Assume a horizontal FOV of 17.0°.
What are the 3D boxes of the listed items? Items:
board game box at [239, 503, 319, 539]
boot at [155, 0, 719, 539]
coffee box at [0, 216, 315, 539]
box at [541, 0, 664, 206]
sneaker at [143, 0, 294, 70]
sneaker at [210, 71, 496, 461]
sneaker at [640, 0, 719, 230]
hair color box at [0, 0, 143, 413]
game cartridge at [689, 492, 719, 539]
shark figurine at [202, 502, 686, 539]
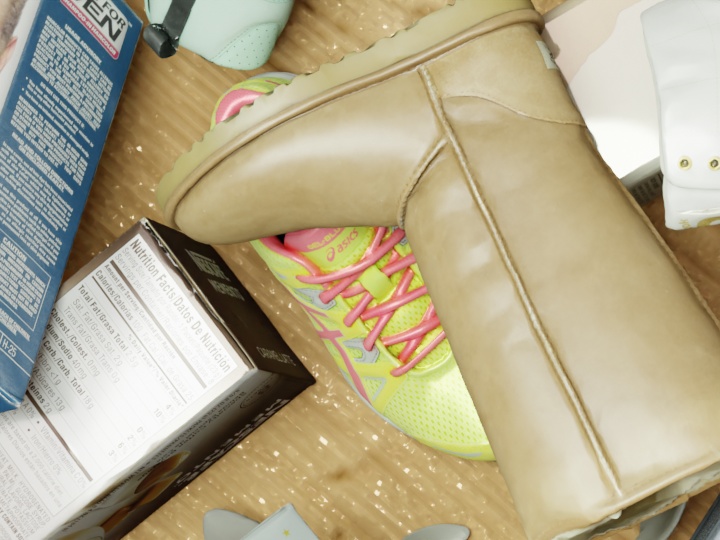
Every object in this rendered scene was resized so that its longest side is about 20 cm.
[{"bbox_3d":[-0.007,0.211,0.948,0.064,0.148,0.200,-35,79,-34],"label":"board game box"},{"bbox_3d":[0.033,0.014,0.894,0.174,0.066,0.201,-29,74,13],"label":"boot"},{"bbox_3d":[-0.128,0.075,0.999,0.200,0.114,0.080,-39,80,5],"label":"coffee box"},{"bbox_3d":[0.124,-0.080,0.974,0.199,0.095,0.078,-30,81,6],"label":"box"},{"bbox_3d":[-0.091,-0.169,1.029,0.201,0.073,0.119,49,132,34],"label":"sneaker"},{"bbox_3d":[0.000,0.000,0.992,0.078,0.090,0.200,-43,81,4],"label":"sneaker"},{"bbox_3d":[0.173,-0.023,0.885,0.115,0.074,0.201,-24,75,9],"label":"sneaker"},{"bbox_3d":[-0.164,-0.033,0.974,0.100,0.061,0.201,-14,46,32],"label":"hair color box"},{"bbox_3d":[0.148,0.110,0.935,0.041,0.133,0.201,32,93,3],"label":"game cartridge"},{"bbox_3d":[0.041,0.145,0.978,0.213,0.089,0.129,-11,86,11],"label":"shark figurine"}]
